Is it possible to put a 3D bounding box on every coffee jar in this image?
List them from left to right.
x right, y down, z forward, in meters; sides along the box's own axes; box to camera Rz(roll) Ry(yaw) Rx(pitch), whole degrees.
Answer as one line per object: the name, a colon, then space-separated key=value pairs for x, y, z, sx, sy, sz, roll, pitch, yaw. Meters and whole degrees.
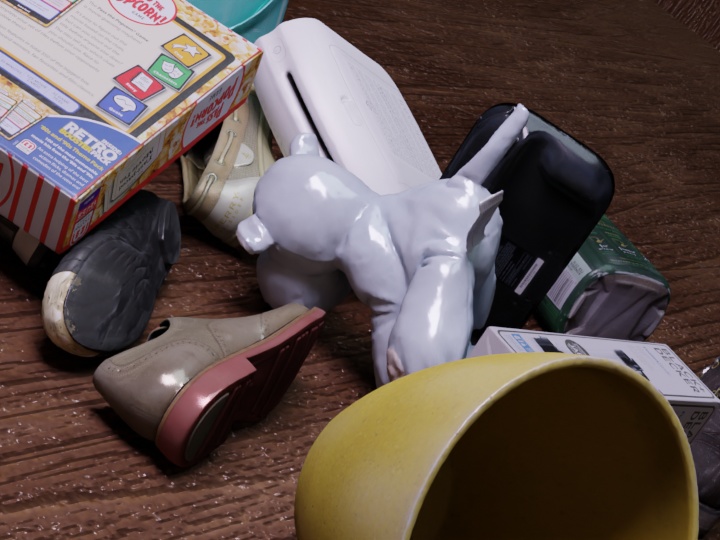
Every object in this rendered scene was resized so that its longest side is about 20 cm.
coffee jar: x=0.161 y=-0.021 z=1.553 sx=0.104 sy=0.086 sz=0.200 roll=14 pitch=28 yaw=-37

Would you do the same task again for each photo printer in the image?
photo printer: x=-0.004 y=-0.088 z=1.362 sx=0.167 sy=0.069 sz=0.200 roll=64 pitch=13 yaw=14

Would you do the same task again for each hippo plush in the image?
hippo plush: x=0.000 y=0.000 z=1.189 sx=0.159 sy=0.201 sz=0.160 roll=15 pitch=52 yaw=8

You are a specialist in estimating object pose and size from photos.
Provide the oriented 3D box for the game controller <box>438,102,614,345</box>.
game controller: x=0.088 y=-0.020 z=1.287 sx=0.104 sy=0.201 sz=0.042 roll=28 pitch=38 yaw=-6

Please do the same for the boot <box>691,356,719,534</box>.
boot: x=0.264 y=0.077 z=1.354 sx=0.069 sy=0.175 sz=0.200 roll=25 pitch=22 yaw=-20

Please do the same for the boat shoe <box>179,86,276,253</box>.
boat shoe: x=-0.103 y=-0.089 z=1.337 sx=0.063 sy=0.073 sz=0.201 roll=28 pitch=28 yaw=-27

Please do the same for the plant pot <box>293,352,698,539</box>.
plant pot: x=0.049 y=0.126 z=0.939 sx=0.199 sy=0.202 sz=0.141 roll=15 pitch=1 yaw=-40

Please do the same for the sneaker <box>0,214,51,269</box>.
sneaker: x=-0.196 y=-0.072 z=1.161 sx=0.090 sy=0.067 sz=0.200 roll=33 pitch=22 yaw=-5

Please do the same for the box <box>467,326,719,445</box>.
box: x=0.126 y=0.102 z=1.176 sx=0.199 sy=0.117 sz=0.060 roll=8 pitch=31 yaw=-51

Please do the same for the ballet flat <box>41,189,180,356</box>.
ballet flat: x=-0.150 y=0.004 z=1.100 sx=0.056 sy=0.067 sz=0.200 roll=-7 pitch=16 yaw=11

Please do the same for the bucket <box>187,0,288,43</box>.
bucket: x=-0.141 y=-0.234 z=1.433 sx=0.205 sy=0.136 sz=0.207 roll=11 pitch=10 yaw=-2

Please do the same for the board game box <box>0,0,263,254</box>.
board game box: x=-0.172 y=-0.112 z=1.114 sx=0.151 sy=0.046 sz=0.200 roll=34 pitch=43 yaw=10

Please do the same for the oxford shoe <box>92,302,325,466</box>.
oxford shoe: x=-0.079 y=0.045 z=1.069 sx=0.074 sy=0.071 sz=0.200 roll=32 pitch=18 yaw=12
